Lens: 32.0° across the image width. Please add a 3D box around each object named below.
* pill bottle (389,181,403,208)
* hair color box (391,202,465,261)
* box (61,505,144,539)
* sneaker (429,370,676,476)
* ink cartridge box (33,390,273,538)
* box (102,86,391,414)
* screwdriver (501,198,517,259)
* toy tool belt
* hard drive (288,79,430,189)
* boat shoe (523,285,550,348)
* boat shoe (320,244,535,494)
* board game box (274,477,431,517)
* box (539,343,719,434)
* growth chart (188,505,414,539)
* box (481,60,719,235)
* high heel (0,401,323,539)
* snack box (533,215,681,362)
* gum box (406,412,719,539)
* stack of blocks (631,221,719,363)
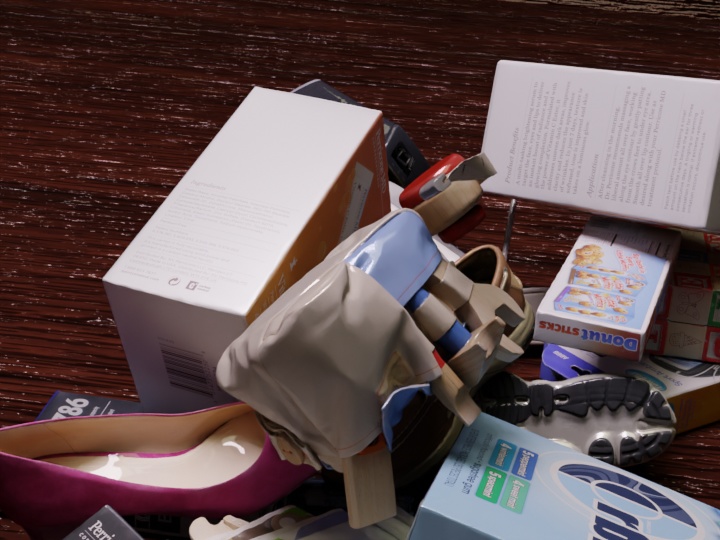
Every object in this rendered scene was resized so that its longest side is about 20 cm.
[{"bbox_3d":[-0.014,-0.037,1.107,0.111,0.112,0.200,-12,26,-35],"label":"pill bottle"},{"bbox_3d":[0.000,0.000,0.943,0.200,0.061,0.100,35,56,24],"label":"hair color box"},{"bbox_3d":[-0.091,0.200,0.476,0.141,0.079,0.200,-38,40,-22],"label":"box"},{"bbox_3d":[0.110,0.107,0.850,0.200,0.078,0.080,3,-8,8],"label":"sneaker"},{"bbox_3d":[-0.150,0.120,0.784,0.200,0.039,0.099,6,22,4],"label":"ink cartridge box"},{"bbox_3d":[-0.062,-0.006,0.810,0.097,0.125,0.200,13,47,20],"label":"box"},{"bbox_3d":[0.111,0.009,0.987,0.028,0.029,0.200,21,60,-10],"label":"screwdriver"},{"bbox_3d":[0.027,0.036,0.692,0.200,0.123,0.125,-43,8,-33],"label":"toy tool belt"},{"bbox_3d":[0.015,-0.100,1.181,0.135,0.042,0.200,33,-9,29],"label":"hard drive"},{"bbox_3d":[0.074,0.035,1.023,0.200,0.067,0.057,4,-2,-13],"label":"boat shoe"},{"bbox_3d":[0.038,0.055,0.783,0.076,0.074,0.200,9,40,35],"label":"boat shoe"},{"bbox_3d":[0.015,0.179,0.669,0.135,0.035,0.200,4,21,-1],"label":"board game box"},{"bbox_3d":[0.235,0.076,0.971,0.200,0.042,0.119,-12,27,-31],"label":"box"},{"bbox_3d":[-0.032,0.160,0.637,0.200,0.018,0.145,-10,25,-32],"label":"growth chart"},{"bbox_3d":[0.218,-0.091,0.977,0.200,0.107,0.152,14,6,41],"label":"box"},{"bbox_3d":[-0.103,0.092,0.690,0.200,0.096,0.067,-16,45,-3],"label":"high heel"},{"bbox_3d":[0.180,0.007,0.891,0.072,0.024,0.200,12,24,17],"label":"snack box"},{"bbox_3d":[0.132,0.151,0.660,0.200,0.045,0.170,21,14,9],"label":"gum box"},{"bbox_3d":[0.249,0.004,1.025,0.115,0.059,0.200,7,21,10],"label":"stack of blocks"}]
